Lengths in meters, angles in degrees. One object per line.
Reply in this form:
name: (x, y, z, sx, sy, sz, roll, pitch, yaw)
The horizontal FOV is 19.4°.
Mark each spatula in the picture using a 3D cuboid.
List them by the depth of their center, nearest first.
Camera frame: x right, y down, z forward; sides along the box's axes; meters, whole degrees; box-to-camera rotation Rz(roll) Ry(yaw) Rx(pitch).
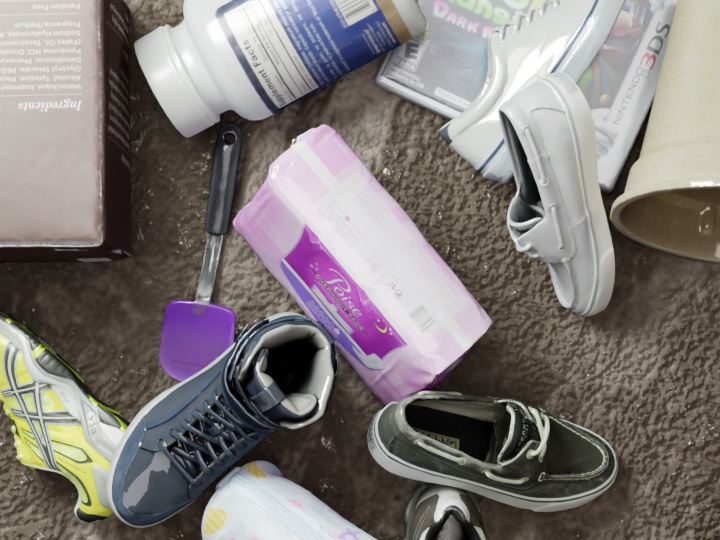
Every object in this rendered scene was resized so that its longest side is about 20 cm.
spatula: (-0.113, -0.013, 1.593, 0.056, 0.021, 0.201, 8, 86, 2)

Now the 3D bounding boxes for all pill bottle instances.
pill bottle: (-0.061, -0.180, 1.554, 0.200, 0.111, 0.111, -28, 87, 5)

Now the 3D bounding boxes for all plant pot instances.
plant pot: (0.288, -0.117, 1.520, 0.200, 0.200, 0.184, 7, 76, 2)

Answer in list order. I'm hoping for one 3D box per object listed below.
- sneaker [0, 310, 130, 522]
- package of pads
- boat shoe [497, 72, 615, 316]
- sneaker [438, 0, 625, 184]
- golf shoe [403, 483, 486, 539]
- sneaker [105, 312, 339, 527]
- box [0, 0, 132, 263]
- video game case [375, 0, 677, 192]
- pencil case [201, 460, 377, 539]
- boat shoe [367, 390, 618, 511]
sneaker: (-0.239, 0.103, 1.564, 0.076, 0.075, 0.200, -45, 85, -2)
package of pads: (0.000, 0.000, 1.537, 0.076, 0.121, 0.200, -38, 86, -24)
boat shoe: (0.138, -0.045, 1.524, 0.068, 0.072, 0.200, -22, 131, -15)
sneaker: (0.131, -0.163, 1.548, 0.071, 0.073, 0.200, 33, 89, -5)
golf shoe: (0.065, 0.258, 1.538, 0.077, 0.094, 0.201, -8, 88, -4)
sneaker: (-0.097, 0.107, 1.483, 0.202, 0.146, 0.077, -45, 99, -7)
box: (-0.256, -0.110, 1.530, 0.164, 0.166, 0.201, -1, 86, 0)
video game case: (0.138, -0.182, 1.597, 0.200, 0.023, 0.182, 25, 87, 3)
pencil case: (-0.025, 0.214, 1.504, 0.200, 0.091, 0.083, 30, 76, 37)
boat shoe: (0.107, 0.129, 1.527, 0.199, 0.064, 0.071, 9, 63, -23)
